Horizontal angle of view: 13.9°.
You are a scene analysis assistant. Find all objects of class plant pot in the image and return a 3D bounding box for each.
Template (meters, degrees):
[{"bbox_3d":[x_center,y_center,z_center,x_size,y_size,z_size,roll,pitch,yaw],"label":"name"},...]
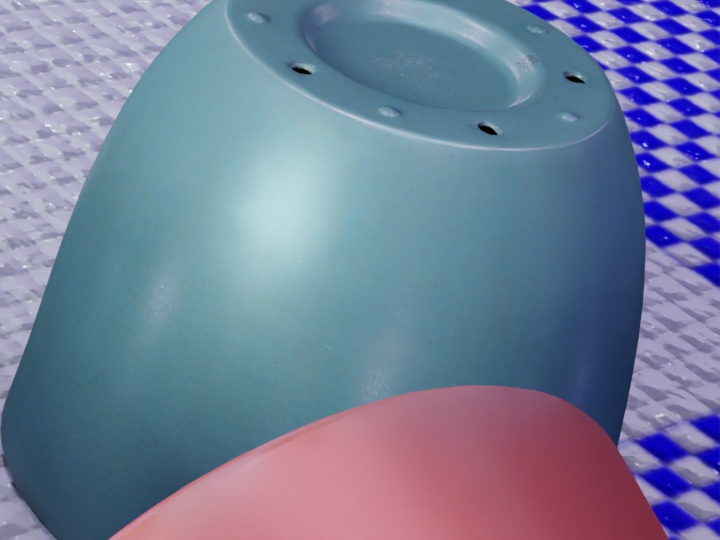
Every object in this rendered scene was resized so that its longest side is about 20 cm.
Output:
[{"bbox_3d":[0.000,0.000,0.928,0.200,0.161,0.201,13,29,-7],"label":"plant pot"},{"bbox_3d":[0.022,0.156,0.643,0.200,0.201,0.177,-9,48,-38],"label":"plant pot"}]
